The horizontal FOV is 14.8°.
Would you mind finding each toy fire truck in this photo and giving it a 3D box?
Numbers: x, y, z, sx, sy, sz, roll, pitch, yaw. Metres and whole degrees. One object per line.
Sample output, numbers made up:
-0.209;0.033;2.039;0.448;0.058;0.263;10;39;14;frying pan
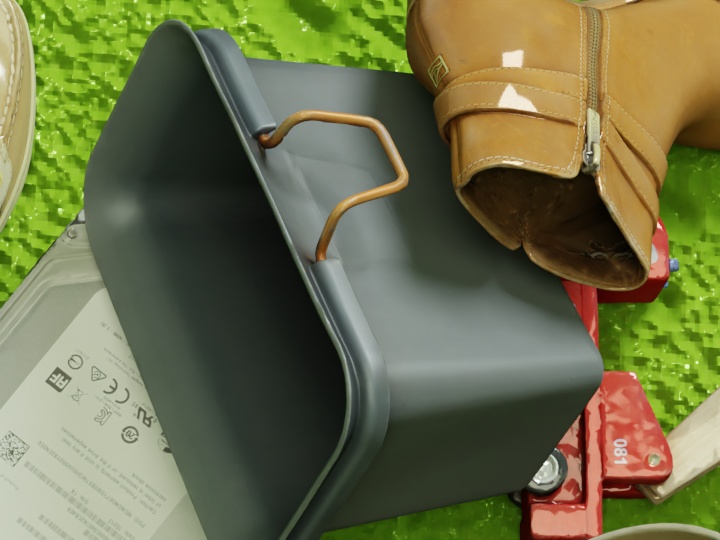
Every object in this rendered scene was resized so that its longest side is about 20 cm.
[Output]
0.131;0.067;1.127;0.141;0.049;0.200;1;76;-3;toy fire truck

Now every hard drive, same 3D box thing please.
-0.118;0.093;1.114;0.140;0.038;0.200;38;79;6;hard drive

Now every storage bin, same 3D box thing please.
0.000;0.000;1.065;0.134;0.146;0.200;-4;53;-33;storage bin

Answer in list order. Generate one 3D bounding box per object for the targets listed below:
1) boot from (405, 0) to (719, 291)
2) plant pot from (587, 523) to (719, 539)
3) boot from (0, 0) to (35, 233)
0.103;-0.051;1.089;0.200;0.074;0.155;18;39;-23;boot
0.119;0.214;1.037;0.134;0.200;0.201;39;75;-31;plant pot
-0.179;-0.040;1.081;0.073;0.155;0.200;18;76;1;boot
